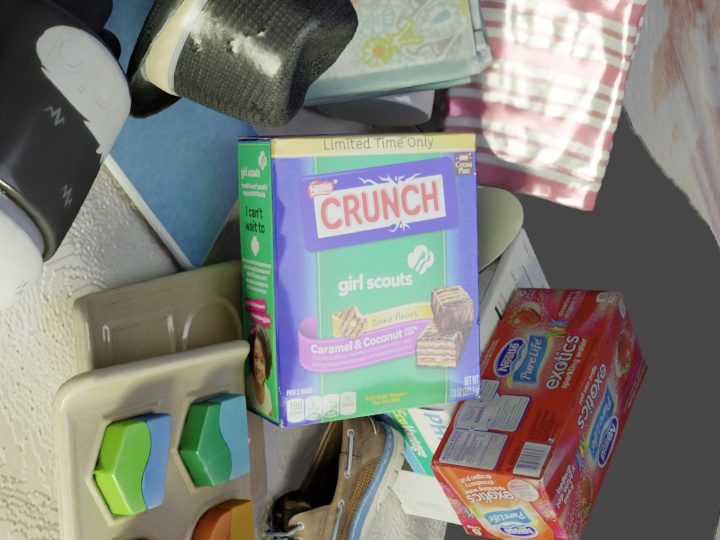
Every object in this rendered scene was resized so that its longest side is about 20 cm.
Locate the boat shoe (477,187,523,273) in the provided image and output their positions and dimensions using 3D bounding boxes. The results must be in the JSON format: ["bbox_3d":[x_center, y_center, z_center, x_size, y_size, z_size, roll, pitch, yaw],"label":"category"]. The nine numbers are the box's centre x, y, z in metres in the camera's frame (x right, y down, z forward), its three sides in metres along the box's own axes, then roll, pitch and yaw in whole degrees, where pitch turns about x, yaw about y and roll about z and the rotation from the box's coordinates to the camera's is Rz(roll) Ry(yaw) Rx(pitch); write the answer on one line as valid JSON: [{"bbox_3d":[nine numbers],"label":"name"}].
[{"bbox_3d":[0.049,0.005,0.998,0.200,0.071,0.063,-37,157,3],"label":"boat shoe"}]

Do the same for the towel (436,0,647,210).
[{"bbox_3d":[0.141,-0.151,0.975,0.030,0.145,0.201,-72,172,-61],"label":"towel"}]

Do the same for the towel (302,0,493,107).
[{"bbox_3d":[-0.009,-0.211,0.886,0.048,0.199,0.172,-166,-113,-80],"label":"towel"}]

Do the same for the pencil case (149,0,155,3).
[{"bbox_3d":[-0.152,-0.252,0.726,0.200,0.086,0.078,47,41,-43],"label":"pencil case"}]

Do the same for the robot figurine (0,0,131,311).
[{"bbox_3d":[-0.201,-0.071,0.644,0.150,0.124,0.201,45,55,-39],"label":"robot figurine"}]

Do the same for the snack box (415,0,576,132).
[{"bbox_3d":[0.134,-0.213,1.080,0.053,0.200,0.142,43,50,-10],"label":"snack box"}]

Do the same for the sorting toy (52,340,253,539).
[{"bbox_3d":[-0.120,0.154,0.776,0.185,0.036,0.201,-8,100,-61],"label":"sorting toy"}]

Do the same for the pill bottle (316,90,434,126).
[{"bbox_3d":[0.021,-0.225,0.976,0.116,0.116,0.201,15,80,-56],"label":"pill bottle"}]

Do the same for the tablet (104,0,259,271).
[{"bbox_3d":[-0.137,-0.109,0.836,0.200,0.014,0.131,59,45,-41],"label":"tablet"}]

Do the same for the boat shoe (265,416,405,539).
[{"bbox_3d":[-0.037,0.205,0.967,0.072,0.072,0.201,33,70,-29],"label":"boat shoe"}]

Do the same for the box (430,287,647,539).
[{"bbox_3d":[0.149,0.115,0.983,0.200,0.099,0.096,-59,136,-36],"label":"box"}]

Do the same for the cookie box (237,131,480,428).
[{"bbox_3d":[0.000,0.000,0.887,0.170,0.075,0.201,-5,97,-28],"label":"cookie box"}]

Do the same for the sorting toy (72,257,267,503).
[{"bbox_3d":[-0.131,0.095,0.844,0.200,0.036,0.186,-18,108,-60],"label":"sorting toy"}]

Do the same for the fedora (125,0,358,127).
[{"bbox_3d":[-0.062,-0.146,0.754,0.091,0.201,0.201,37,49,0],"label":"fedora"}]

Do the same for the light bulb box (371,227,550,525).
[{"bbox_3d":[0.091,0.095,1.095,0.201,0.124,0.199,-62,139,-32],"label":"light bulb box"}]
